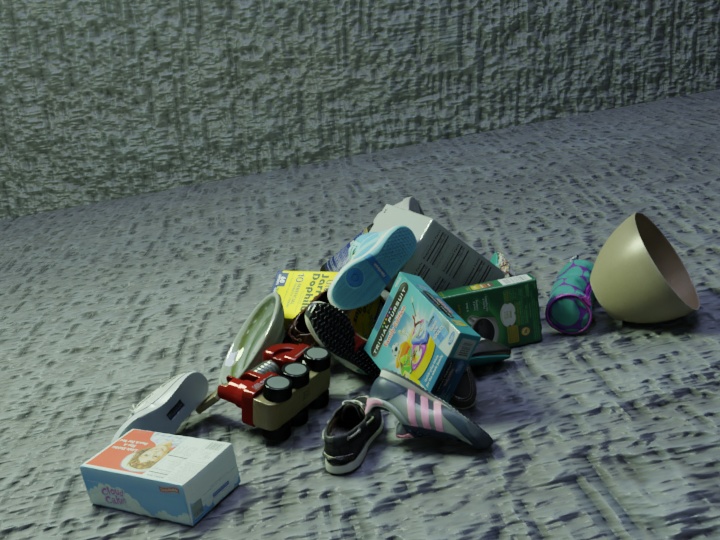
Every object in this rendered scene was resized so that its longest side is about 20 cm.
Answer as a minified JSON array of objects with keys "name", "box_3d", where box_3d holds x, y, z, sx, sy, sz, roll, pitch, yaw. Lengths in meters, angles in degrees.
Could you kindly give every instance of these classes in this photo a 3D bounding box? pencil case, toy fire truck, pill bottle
[{"name":"pencil case","box_3d":[0.402,0.045,1.718,0.092,0.085,0.200,-33,6,28]},{"name":"toy fire truck","box_3d":[-0.168,0.192,1.514,0.199,0.130,0.176,16,27,26]},{"name":"pill bottle","box_3d":[-0.013,0.006,1.889,0.200,0.112,0.112,-39,12,13]}]

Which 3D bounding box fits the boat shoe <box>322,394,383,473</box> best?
[{"name":"boat shoe","box_3d":[-0.014,0.230,1.393,0.073,0.061,0.200,-3,19,19]}]

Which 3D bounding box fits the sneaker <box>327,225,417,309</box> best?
[{"name":"sneaker","box_3d":[0.000,0.000,1.622,0.200,0.080,0.130,-39,16,-25]}]

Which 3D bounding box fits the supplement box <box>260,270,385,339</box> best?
[{"name":"supplement box","box_3d":[-0.070,0.075,1.753,0.198,0.110,0.110,1,57,29]}]

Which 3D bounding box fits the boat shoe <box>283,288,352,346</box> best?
[{"name":"boat shoe","box_3d":[-0.095,0.102,1.644,0.070,0.200,0.070,48,21,25]}]

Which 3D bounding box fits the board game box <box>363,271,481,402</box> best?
[{"name":"board game box","box_3d":[0.093,0.117,1.467,0.047,0.152,0.200,13,20,-33]}]

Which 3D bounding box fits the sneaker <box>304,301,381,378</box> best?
[{"name":"sneaker","box_3d":[-0.041,0.121,1.586,0.093,0.200,0.071,1,59,50]}]

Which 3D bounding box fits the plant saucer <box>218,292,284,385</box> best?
[{"name":"plant saucer","box_3d":[-0.185,0.137,1.661,0.050,0.201,0.200,33,8,-17]}]

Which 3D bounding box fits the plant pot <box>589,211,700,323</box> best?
[{"name":"plant pot","box_3d":[0.492,0.015,1.649,0.134,0.201,0.200,-35,5,29]}]

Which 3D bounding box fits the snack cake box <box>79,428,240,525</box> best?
[{"name":"snack cake box","box_3d":[-0.288,0.293,1.324,0.198,0.068,0.115,2,22,31]}]

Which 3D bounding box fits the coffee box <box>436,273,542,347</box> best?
[{"name":"coffee box","box_3d":[0.219,0.083,1.634,0.198,0.124,0.044,-13,19,-6]}]

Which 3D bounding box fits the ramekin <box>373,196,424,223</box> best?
[{"name":"ramekin","box_3d":[0.098,-0.053,2.011,0.093,0.204,0.203,-16,15,16]}]

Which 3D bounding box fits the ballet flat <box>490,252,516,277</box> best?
[{"name":"ballet flat","box_3d":[0.291,0.025,1.897,0.063,0.076,0.200,24,26,1]}]

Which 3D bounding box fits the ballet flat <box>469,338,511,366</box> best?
[{"name":"ballet flat","box_3d":[0.158,0.139,1.555,0.198,0.069,0.068,-13,-15,-16]}]

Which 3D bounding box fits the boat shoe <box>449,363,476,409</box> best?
[{"name":"boat shoe","box_3d":[0.134,0.131,1.489,0.066,0.057,0.201,-17,51,-4]}]

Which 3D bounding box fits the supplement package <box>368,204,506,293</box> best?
[{"name":"supplement package","box_3d":[0.125,-0.001,1.748,0.148,0.199,0.191,-58,28,-3]}]

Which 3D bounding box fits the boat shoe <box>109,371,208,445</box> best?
[{"name":"boat shoe","box_3d":[-0.340,0.235,1.492,0.086,0.075,0.202,-6,33,46]}]

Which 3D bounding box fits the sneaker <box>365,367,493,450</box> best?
[{"name":"sneaker","box_3d":[0.097,0.223,1.346,0.199,0.082,0.070,28,-9,27]}]
